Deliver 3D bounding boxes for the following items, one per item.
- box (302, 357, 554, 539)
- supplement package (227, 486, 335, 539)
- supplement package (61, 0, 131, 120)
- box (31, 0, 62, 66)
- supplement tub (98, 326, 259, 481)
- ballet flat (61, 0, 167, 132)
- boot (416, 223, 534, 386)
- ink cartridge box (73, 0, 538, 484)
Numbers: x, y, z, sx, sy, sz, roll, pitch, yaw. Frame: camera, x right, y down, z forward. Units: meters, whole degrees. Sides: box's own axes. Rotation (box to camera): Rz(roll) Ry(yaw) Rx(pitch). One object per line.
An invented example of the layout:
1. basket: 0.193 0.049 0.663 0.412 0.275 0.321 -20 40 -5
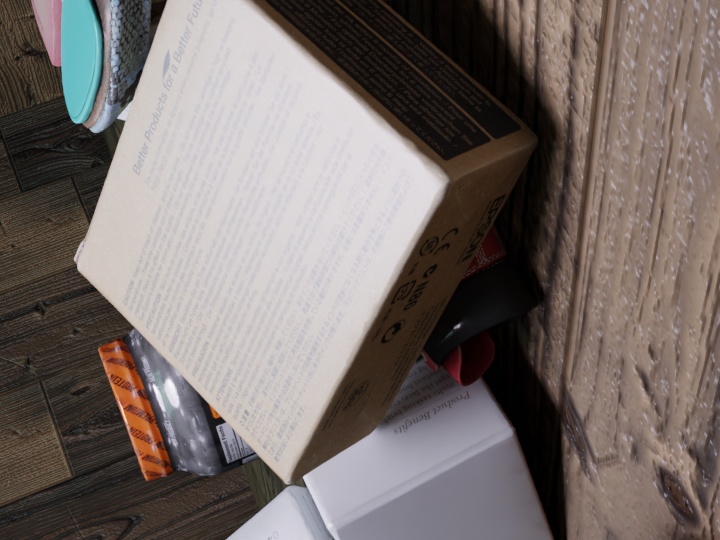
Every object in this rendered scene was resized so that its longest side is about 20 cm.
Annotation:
1. box: 0.013 0.084 0.839 0.200 0.106 0.153 59 175 42
2. supplement package: -0.010 0.230 0.973 0.200 0.117 0.118 25 -151 -57
3. supplement package: -0.082 -0.176 0.758 0.116 0.118 0.201 17 144 17
4. box: -0.191 -0.273 1.115 0.128 0.108 0.201 -117 26 -45
5. supplement tub: -0.068 0.062 1.009 0.122 0.199 0.123 160 90 -79
6. ballet flat: -0.099 -0.136 0.664 0.200 0.074 0.075 107 142 -56
7. boot: 0.000 0.000 0.765 0.200 0.072 0.145 -20 93 52
8. ink cartridge box: -0.033 -0.029 0.685 0.165 0.075 0.201 44 132 19
